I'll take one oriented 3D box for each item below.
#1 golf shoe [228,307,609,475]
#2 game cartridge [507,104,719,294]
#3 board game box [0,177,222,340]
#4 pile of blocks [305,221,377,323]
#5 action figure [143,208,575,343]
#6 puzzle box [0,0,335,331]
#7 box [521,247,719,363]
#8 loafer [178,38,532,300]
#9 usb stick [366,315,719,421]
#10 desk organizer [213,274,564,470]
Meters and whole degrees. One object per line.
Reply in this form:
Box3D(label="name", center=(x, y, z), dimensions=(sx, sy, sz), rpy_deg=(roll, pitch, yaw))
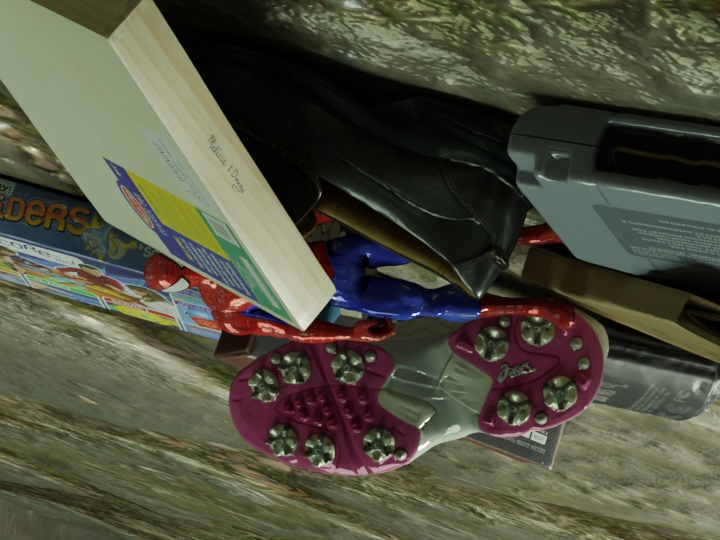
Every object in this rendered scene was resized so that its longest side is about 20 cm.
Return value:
Box3D(label="golf shoe", center=(0.033, 0.057, 1.127), dimensions=(0.199, 0.076, 0.091), rpy_deg=(-8, -174, 18))
Box3D(label="game cartridge", center=(0.171, -0.018, 0.906), dimensions=(0.199, 0.041, 0.133), rpy_deg=(11, 162, 24))
Box3D(label="board game box", center=(-0.168, -0.009, 1.363), dimensions=(0.199, 0.035, 0.135), rpy_deg=(16, 166, 4))
Box3D(label="pile of blocks", center=(-0.055, -0.010, 1.118), dimensions=(0.062, 0.082, 0.200), rpy_deg=(10, 166, 25))
Box3D(label="action figure", center=(0.000, 0.000, 1.014), dimensions=(0.199, 0.066, 0.052), rpy_deg=(-1, -175, -10))
Box3D(label="puzzle box", center=(-0.096, -0.061, 0.901), dimensions=(0.133, 0.025, 0.200), rpy_deg=(28, 160, 35))
Box3D(label="box", center=(0.178, 0.035, 1.041), dimensions=(0.163, 0.021, 0.200), rpy_deg=(22, -179, -17))
Box3D(label="loafer", center=(-0.024, -0.047, 0.947), dimensions=(0.199, 0.073, 0.073), rpy_deg=(15, 168, 11))
Box3D(label="usb stick", center=(0.101, 0.045, 1.200), dimensions=(0.199, 0.033, 0.055), rpy_deg=(13, 146, -16))
Box3D(label="desk organizer", center=(0.022, 0.052, 1.304), dimensions=(0.199, 0.072, 0.077), rpy_deg=(22, 168, -19))
